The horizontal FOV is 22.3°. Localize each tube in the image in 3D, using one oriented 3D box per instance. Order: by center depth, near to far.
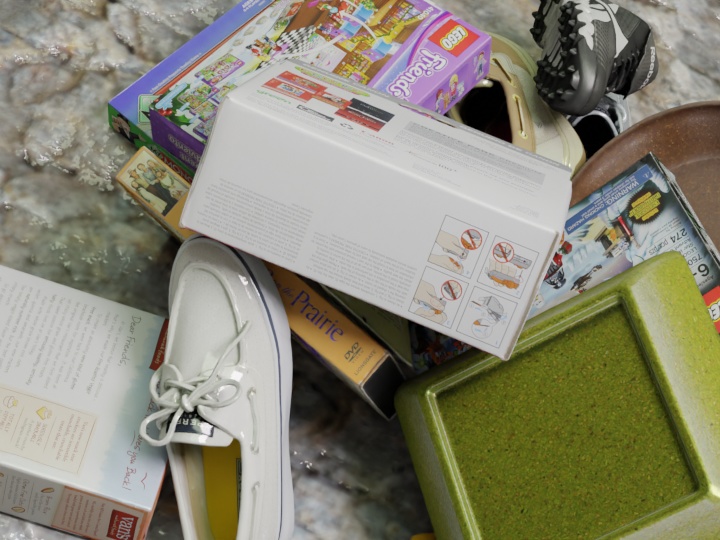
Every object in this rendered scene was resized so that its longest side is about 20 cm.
[{"bbox_3d":[0.000,0.000,1.152,0.058,0.052,0.200,2,18,-2],"label":"tube"}]

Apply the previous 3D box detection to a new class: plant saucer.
[{"bbox_3d":[0.119,0.101,1.028,0.200,0.048,0.200,-28,56,15],"label":"plant saucer"},{"bbox_3d":[0.205,-0.013,1.156,0.037,0.200,0.201,40,36,-42],"label":"plant saucer"}]

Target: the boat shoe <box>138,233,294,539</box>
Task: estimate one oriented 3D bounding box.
[{"bbox_3d":[-0.089,0.081,1.040,0.074,0.203,0.086,2,10,26],"label":"boat shoe"}]

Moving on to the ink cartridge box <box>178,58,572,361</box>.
[{"bbox_3d":[0.018,-0.044,1.071,0.199,0.084,0.176,22,17,4],"label":"ink cartridge box"}]

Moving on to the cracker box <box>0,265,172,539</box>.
[{"bbox_3d":[-0.205,0.073,1.089,0.199,0.058,0.134,18,51,-3],"label":"cracker box"}]

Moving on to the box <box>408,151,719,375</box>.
[{"bbox_3d":[0.131,0.039,1.113,0.040,0.200,0.137,34,25,-52],"label":"box"}]

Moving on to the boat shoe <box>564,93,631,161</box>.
[{"bbox_3d":[0.168,-0.089,1.325,0.070,0.072,0.201,18,50,-4],"label":"boat shoe"}]

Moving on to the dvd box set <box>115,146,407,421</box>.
[{"bbox_3d":[-0.056,0.011,1.135,0.200,0.146,0.029,40,85,15],"label":"dvd box set"}]

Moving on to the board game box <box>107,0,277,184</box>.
[{"bbox_3d":[-0.059,-0.128,1.279,0.134,0.029,0.200,39,63,19],"label":"board game box"}]

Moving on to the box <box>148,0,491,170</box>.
[{"bbox_3d":[-0.025,-0.122,1.231,0.137,0.039,0.200,34,61,24],"label":"box"}]

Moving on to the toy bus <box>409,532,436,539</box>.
[{"bbox_3d":[0.130,0.182,1.099,0.199,0.078,0.065,2,53,-16],"label":"toy bus"}]

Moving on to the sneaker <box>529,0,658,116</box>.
[{"bbox_3d":[0.171,-0.152,1.280,0.090,0.067,0.200,22,24,-7],"label":"sneaker"}]

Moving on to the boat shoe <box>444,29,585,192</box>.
[{"bbox_3d":[0.090,-0.118,1.291,0.066,0.074,0.200,15,25,-33],"label":"boat shoe"}]
